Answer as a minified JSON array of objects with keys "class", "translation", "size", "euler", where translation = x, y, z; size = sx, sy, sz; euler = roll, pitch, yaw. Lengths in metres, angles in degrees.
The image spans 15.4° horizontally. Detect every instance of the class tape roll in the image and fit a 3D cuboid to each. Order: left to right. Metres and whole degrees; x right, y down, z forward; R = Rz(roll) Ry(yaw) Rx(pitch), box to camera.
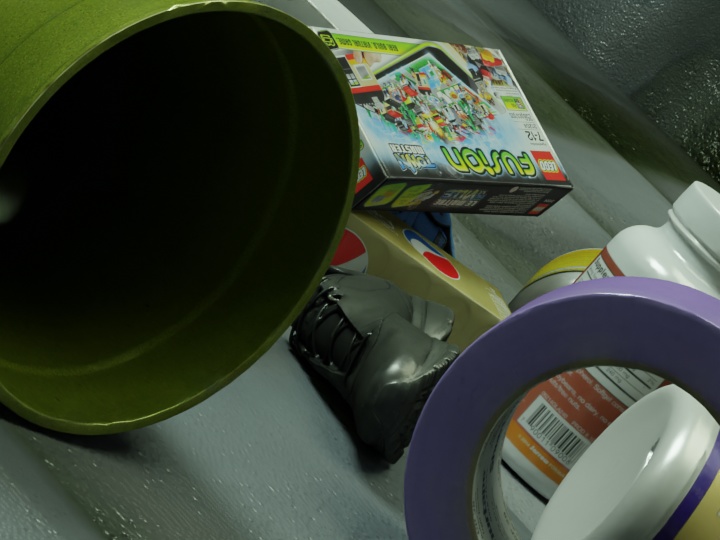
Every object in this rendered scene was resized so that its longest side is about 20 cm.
[{"class":"tape roll","translation":[0.126,0.106,1.295],"size":[0.200,0.200,0.085],"euler":[42,13,6]}]

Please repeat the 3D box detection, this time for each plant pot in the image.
[{"class":"plant pot","translation":[-0.136,-0.063,1.162],"size":[0.193,0.201,0.200],"euler":[38,7,41]}]

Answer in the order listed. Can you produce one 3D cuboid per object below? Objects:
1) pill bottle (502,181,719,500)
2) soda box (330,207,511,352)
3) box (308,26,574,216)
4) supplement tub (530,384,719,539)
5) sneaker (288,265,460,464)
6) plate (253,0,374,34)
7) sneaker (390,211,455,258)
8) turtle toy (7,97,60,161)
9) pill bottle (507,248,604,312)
[{"class":"pill bottle","translation":[0.170,0.046,1.627],"size":[0.112,0.200,0.112],"euler":[39,13,-10]},{"class":"soda box","translation":[0.000,0.000,1.581],"size":[0.200,0.068,0.064],"euler":[35,14,-25]},{"class":"box","translation":[0.041,-0.088,1.615],"size":[0.200,0.035,0.110],"euler":[0,57,-53]},{"class":"supplement tub","translation":[0.204,0.173,1.429],"size":[0.200,0.145,0.145],"euler":[39,13,-8]},{"class":"sneaker","translation":[0.001,0.046,1.459],"size":[0.091,0.076,0.200],"euler":[30,7,-6]},{"class":"plate","translation":[-0.003,-0.110,1.787],"size":[0.200,0.032,0.200],"euler":[44,-21,12]},{"class":"sneaker","translation":[0.024,-0.052,1.692],"size":[0.078,0.066,0.200],"euler":[42,-16,37]},{"class":"turtle toy","translation":[-0.119,-0.081,1.348],"size":[0.146,0.101,0.200],"euler":[44,30,12]},{"class":"pill bottle","translation":[0.155,0.045,1.790],"size":[0.112,0.112,0.200],"euler":[42,13,3]}]
